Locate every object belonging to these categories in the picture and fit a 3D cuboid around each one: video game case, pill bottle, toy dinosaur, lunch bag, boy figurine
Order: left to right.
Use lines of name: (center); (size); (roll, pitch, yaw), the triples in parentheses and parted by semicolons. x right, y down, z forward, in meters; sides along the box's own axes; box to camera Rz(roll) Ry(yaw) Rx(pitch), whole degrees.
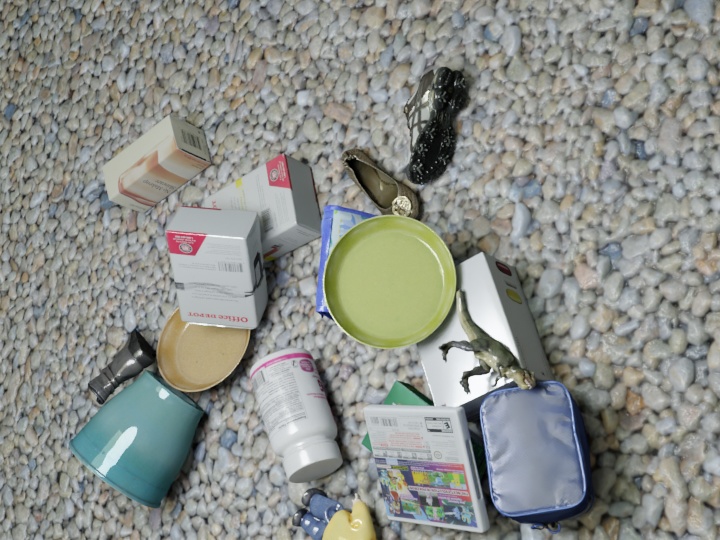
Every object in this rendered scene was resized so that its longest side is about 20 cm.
pill bottle: (-0.104, 0.241, 1.698); (0.113, 0.113, 0.201); (-34, 61, 24)
boy figurine: (-0.017, 0.418, 1.622); (0.199, 0.064, 0.125); (24, 93, 36)
lunch bag: (0.000, 0.000, 1.629); (0.127, 0.200, 0.171); (-3, 77, 34)
video game case: (0.095, 0.289, 1.515); (0.199, 0.023, 0.184); (-7, 98, 48)
toy dinosaur: (0.164, 0.117, 1.435); (0.088, 0.048, 0.200); (-32, 53, -11)
lunch bag: (0.252, 0.265, 1.428); (0.135, 0.132, 0.202); (-10, 71, 16)

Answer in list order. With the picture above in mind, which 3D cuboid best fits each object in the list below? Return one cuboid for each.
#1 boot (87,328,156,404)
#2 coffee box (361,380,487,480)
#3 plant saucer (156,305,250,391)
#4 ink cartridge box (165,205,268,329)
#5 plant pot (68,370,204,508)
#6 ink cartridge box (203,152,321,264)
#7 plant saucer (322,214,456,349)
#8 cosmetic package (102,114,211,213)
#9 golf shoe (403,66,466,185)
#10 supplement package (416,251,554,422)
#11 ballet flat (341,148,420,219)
boot: (-0.452, 0.180, 1.909); (0.131, 0.200, 0.070); (-41, 96, -5)
coffee box: (0.104, 0.272, 1.583); (0.200, 0.044, 0.124); (33, 100, 36)
plant saucer: (-0.281, 0.134, 1.876); (0.199, 0.035, 0.202); (-12, 59, 21)
ink cartridge box: (-0.247, -0.004, 1.786); (0.144, 0.201, 0.084); (5, 38, 9)
plant pot: (-0.389, 0.293, 1.849); (0.200, 0.200, 0.188); (32, 83, 36)
ink cartridge box: (-0.178, -0.099, 1.854); (0.199, 0.083, 0.146); (-25, 65, 28)
plant saucer: (0.044, 0.019, 1.521); (0.198, 0.031, 0.202); (-2, 78, 8)
cosmetic package: (-0.406, -0.209, 2.035); (0.199, 0.103, 0.088); (-32, 61, 27)
golf shoe: (0.111, -0.239, 1.700); (0.094, 0.077, 0.201); (16, 86, 54)
supplement package: (0.175, 0.103, 1.534); (0.155, 0.111, 0.201); (-29, 64, 27)
ballet flat: (0.029, -0.146, 1.740); (0.068, 0.046, 0.200); (-52, 55, 15)
